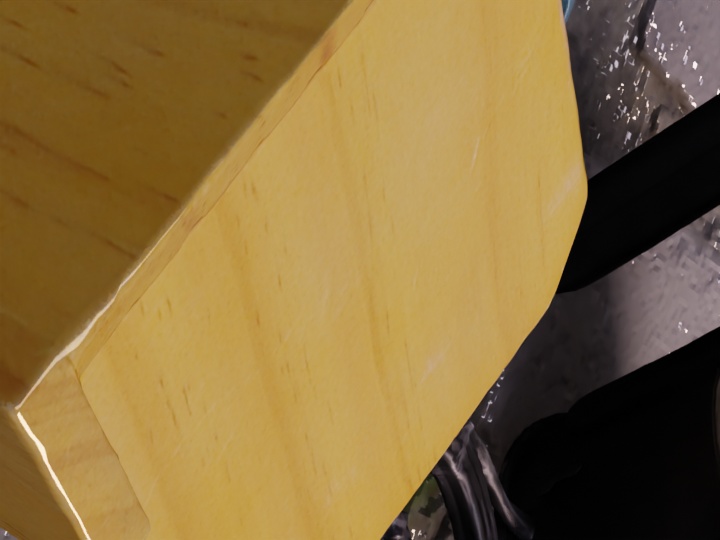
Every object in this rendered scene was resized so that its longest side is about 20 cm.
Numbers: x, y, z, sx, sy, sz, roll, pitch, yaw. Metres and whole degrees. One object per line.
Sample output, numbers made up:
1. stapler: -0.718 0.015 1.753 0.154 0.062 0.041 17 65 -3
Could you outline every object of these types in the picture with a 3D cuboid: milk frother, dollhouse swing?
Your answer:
1. milk frother: 0.110 0.058 0.781 0.181 0.188 0.200 51 35 -13
2. dollhouse swing: -0.054 -0.032 0.673 0.200 0.181 0.176 -53 168 -23

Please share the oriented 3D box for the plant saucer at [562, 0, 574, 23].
1. plant saucer: 0.000 0.000 0.792 0.070 0.019 0.201 32 77 -49
